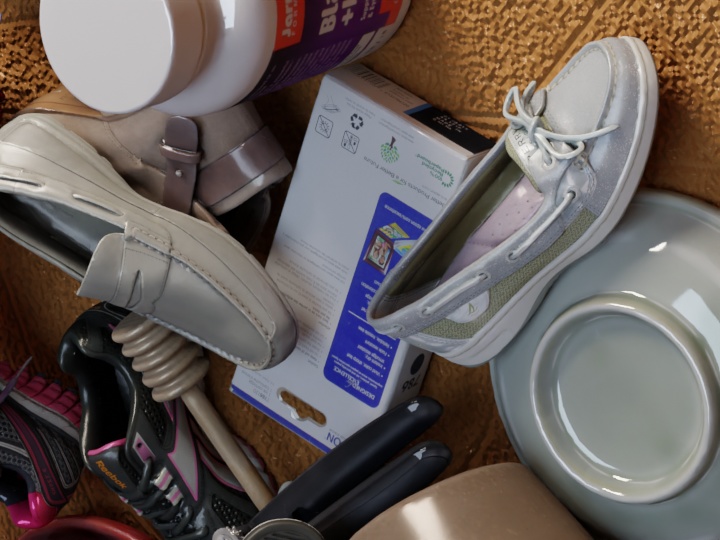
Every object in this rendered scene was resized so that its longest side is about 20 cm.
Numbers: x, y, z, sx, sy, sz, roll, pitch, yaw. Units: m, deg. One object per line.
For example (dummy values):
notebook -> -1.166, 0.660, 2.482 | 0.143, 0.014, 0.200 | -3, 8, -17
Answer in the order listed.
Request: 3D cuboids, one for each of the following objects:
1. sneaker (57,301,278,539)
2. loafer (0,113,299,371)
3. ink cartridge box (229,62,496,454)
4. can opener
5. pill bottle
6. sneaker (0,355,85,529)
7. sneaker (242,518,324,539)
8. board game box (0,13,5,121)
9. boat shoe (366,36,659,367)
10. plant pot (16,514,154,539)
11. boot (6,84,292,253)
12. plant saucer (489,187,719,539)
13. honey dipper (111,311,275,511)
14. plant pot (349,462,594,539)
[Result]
sneaker -> -0.117, 0.109, 1.655 | 0.080, 0.086, 0.201 | -27, 89, 39
loafer -> -0.124, -0.005, 1.559 | 0.199, 0.070, 0.070 | 33, 138, 10
ink cartridge box -> 0.000, 0.000, 1.570 | 0.099, 0.039, 0.201 | 32, 119, 23
can opener -> -0.016, 0.128, 1.572 | 0.200, 0.078, 0.064 | -49, 51, 39
pill bottle -> -0.068, -0.140, 1.470 | 0.111, 0.200, 0.112 | 12, 112, 31
sneaker -> -0.243, 0.075, 1.674 | 0.199, 0.075, 0.081 | 29, 149, -18
sneaker -> -0.048, 0.224, 1.565 | 0.083, 0.121, 0.202 | 8, 95, -2
board game box -> -0.234, -0.056, 1.649 | 0.039, 0.159, 0.200 | 28, 163, -17
boat shoe -> 0.078, -0.036, 1.468 | 0.202, 0.064, 0.075 | -53, 38, 30
plant pot -> -0.186, 0.252, 1.688 | 0.199, 0.182, 0.202 | 11, 111, 31
boot -> -0.121, -0.051, 1.614 | 0.146, 0.070, 0.200 | 45, 142, 6
plant saucer -> 0.142, 0.061, 1.484 | 0.199, 0.050, 0.202 | 12, 112, 31
honey dipper -> -0.070, 0.106, 1.628 | 0.038, 0.038, 0.201 | -20, 110, 37
plant pot -> 0.075, 0.198, 1.498 | 0.200, 0.199, 0.175 | -39, 68, 36
